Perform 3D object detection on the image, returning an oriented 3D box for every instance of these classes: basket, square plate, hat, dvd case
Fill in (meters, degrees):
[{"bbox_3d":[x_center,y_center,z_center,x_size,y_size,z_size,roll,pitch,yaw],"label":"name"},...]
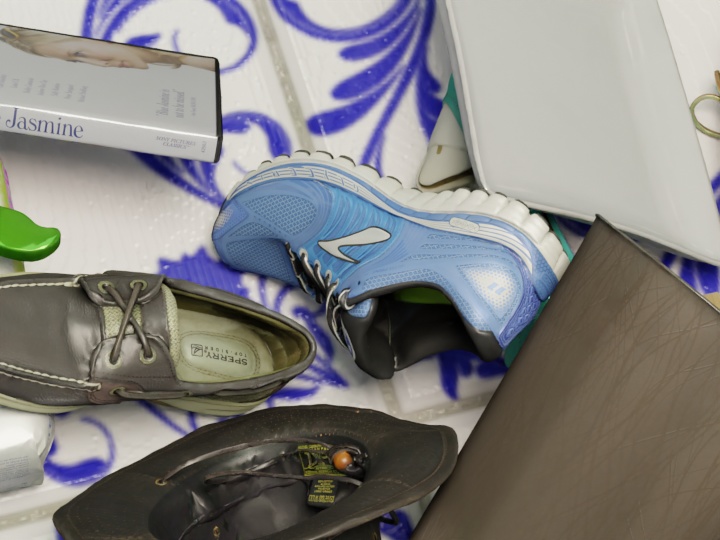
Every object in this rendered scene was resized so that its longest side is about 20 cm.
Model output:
[{"bbox_3d":[0.116,0.104,0.953,0.180,0.136,0.200,38,94,-21],"label":"basket"},{"bbox_3d":[0.109,-0.102,1.081,0.200,0.028,0.199,14,55,-41],"label":"square plate"},{"bbox_3d":[-0.045,0.130,0.948,0.200,0.201,0.081,-12,105,-16],"label":"hat"},{"bbox_3d":[-0.170,-0.099,1.029,0.199,0.018,0.143,8,21,-8],"label":"dvd case"}]

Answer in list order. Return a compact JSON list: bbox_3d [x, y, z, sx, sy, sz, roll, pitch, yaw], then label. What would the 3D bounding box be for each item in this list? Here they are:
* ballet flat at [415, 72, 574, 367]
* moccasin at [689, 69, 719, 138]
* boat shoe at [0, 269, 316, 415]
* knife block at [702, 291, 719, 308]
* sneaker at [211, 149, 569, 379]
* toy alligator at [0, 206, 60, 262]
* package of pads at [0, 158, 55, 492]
[{"bbox_3d":[0.069,-0.036,1.077,0.070,0.067,0.201,-18,69,-3],"label":"ballet flat"},{"bbox_3d":[0.235,-0.103,1.136,0.073,0.078,0.202,18,60,-20],"label":"moccasin"},{"bbox_3d":[-0.108,0.030,0.966,0.200,0.066,0.072,10,63,-41],"label":"boat shoe"},{"bbox_3d":[0.211,0.133,1.030,0.200,0.064,0.176,32,64,4],"label":"knife block"},{"bbox_3d":[0.000,0.000,0.999,0.200,0.079,0.089,10,56,37],"label":"sneaker"},{"bbox_3d":[-0.241,-0.029,0.940,0.199,0.059,0.054,-2,68,-10],"label":"toy alligator"},{"bbox_3d":[-0.239,0.020,0.990,0.154,0.068,0.201,-9,70,-13],"label":"package of pads"}]
